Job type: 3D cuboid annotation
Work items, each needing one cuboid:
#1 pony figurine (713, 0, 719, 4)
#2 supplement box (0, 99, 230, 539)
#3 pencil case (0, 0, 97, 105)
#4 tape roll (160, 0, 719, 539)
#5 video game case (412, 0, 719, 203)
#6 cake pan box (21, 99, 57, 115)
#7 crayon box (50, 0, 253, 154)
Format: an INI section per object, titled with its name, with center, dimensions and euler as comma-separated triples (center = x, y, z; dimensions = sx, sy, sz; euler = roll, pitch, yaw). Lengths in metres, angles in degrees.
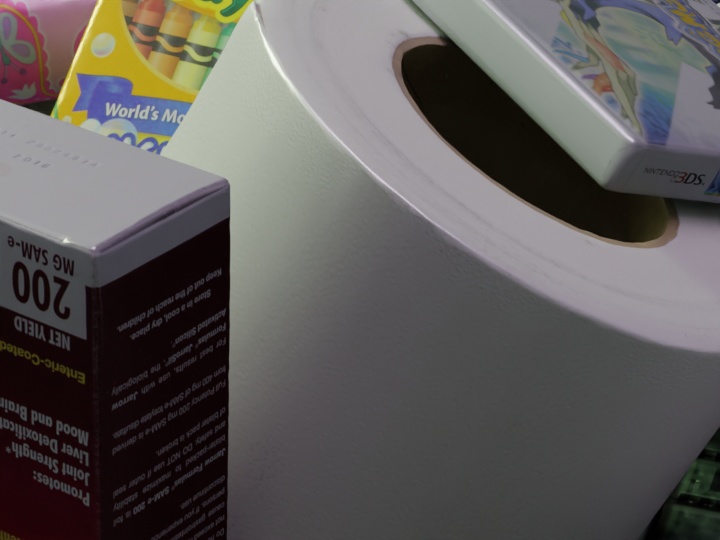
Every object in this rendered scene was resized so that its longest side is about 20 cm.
[pony figurine]
center = 0.225, -0.108, 1.129
dimensions = 0.199, 0.167, 0.193
euler = 29, 4, 16
[supplement box]
center = -0.096, 0.059, 0.709
dimensions = 0.108, 0.201, 0.061
euler = 19, 32, 31
[pencil case]
center = -0.147, -0.111, 1.073
dimensions = 0.198, 0.088, 0.087
euler = -6, 28, -18
[tape roll]
center = 0.022, 0.012, 0.800
dimensions = 0.202, 0.140, 0.203
euler = 27, 25, -14
[video game case]
center = 0.083, -0.090, 0.868
dimensions = 0.182, 0.022, 0.200
euler = 3, 37, -49
[cake pan box]
center = -0.135, -0.078, 1.149
dimensions = 0.199, 0.053, 0.184
euler = -13, 33, -28
[crayon box]
center = -0.055, -0.057, 0.968
dimensions = 0.125, 0.201, 0.052
euler = 14, -15, 23
